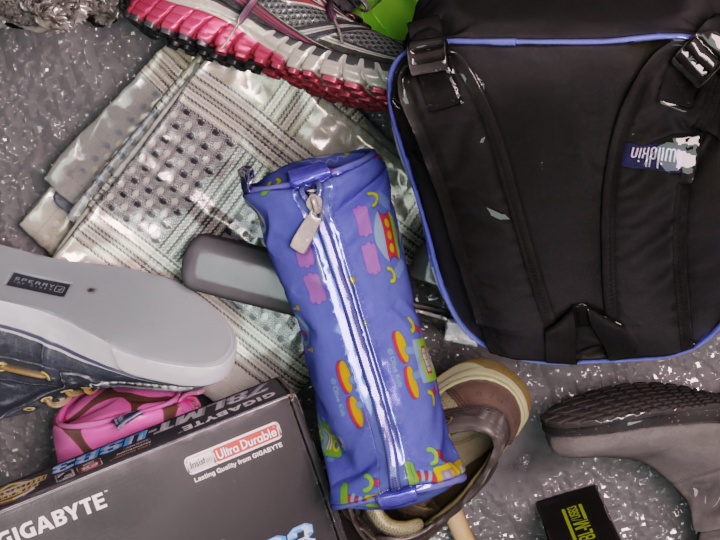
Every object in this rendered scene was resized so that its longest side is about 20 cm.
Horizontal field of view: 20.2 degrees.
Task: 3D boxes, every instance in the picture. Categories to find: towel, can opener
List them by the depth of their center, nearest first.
[{"bbox_3d":[0.000,0.000,1.152,0.198,0.053,0.067,14,93,-2],"label":"can opener"},{"bbox_3d":[-0.075,-0.032,1.181,0.200,0.035,0.193,40,100,-7],"label":"towel"}]

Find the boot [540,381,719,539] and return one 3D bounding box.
[{"bbox_3d":[0.202,0.135,1.192,0.198,0.070,0.133,-2,100,-14],"label":"boot"}]

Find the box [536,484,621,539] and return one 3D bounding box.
[{"bbox_3d":[0.157,0.245,1.162,0.047,0.193,0.201,-18,101,0],"label":"box"}]

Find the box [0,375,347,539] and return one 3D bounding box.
[{"bbox_3d":[-0.100,0.188,1.134,0.199,0.050,0.200,-21,106,-11],"label":"box"}]

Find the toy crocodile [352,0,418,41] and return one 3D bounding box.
[{"bbox_3d":[0.007,-0.186,1.151,0.200,0.062,0.067,51,130,-4],"label":"toy crocodile"}]

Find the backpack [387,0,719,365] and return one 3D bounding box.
[{"bbox_3d":[0.121,-0.061,1.033,0.182,0.147,0.201,0,125,19],"label":"backpack"}]

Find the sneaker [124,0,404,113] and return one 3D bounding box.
[{"bbox_3d":[-0.028,-0.139,1.109,0.199,0.081,0.075,20,88,3],"label":"sneaker"}]

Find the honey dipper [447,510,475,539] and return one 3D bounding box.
[{"bbox_3d":[0.047,0.132,1.219,0.038,0.038,0.201,-22,102,2],"label":"honey dipper"}]

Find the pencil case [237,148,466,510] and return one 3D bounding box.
[{"bbox_3d":[-0.003,0.032,1.083,0.077,0.087,0.202,-15,92,7],"label":"pencil case"}]

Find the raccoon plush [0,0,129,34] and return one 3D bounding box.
[{"bbox_3d":[-0.147,-0.213,1.100,0.096,0.134,0.201,28,98,-5],"label":"raccoon plush"}]

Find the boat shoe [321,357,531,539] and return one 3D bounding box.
[{"bbox_3d":[0.017,0.127,1.171,0.073,0.065,0.200,40,120,-3],"label":"boat shoe"}]

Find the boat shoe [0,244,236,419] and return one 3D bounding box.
[{"bbox_3d":[-0.166,0.047,1.162,0.199,0.071,0.091,16,129,12],"label":"boat shoe"}]

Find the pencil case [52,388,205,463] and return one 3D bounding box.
[{"bbox_3d":[-0.119,0.167,1.193,0.093,0.091,0.202,-11,102,-1],"label":"pencil case"}]
